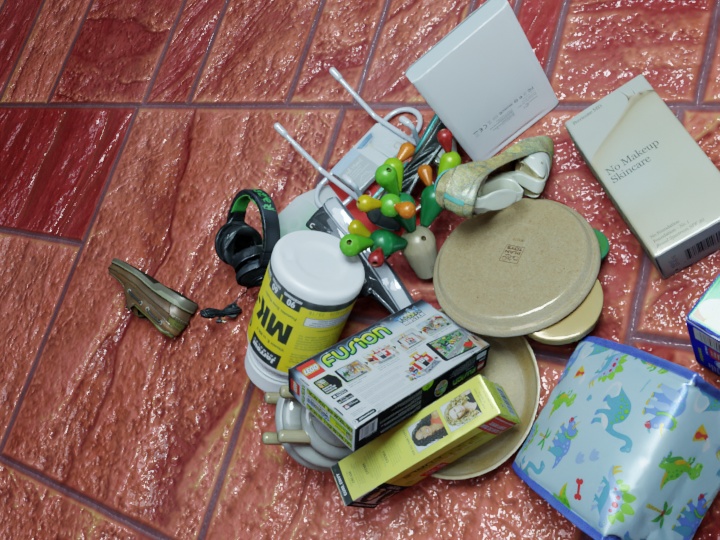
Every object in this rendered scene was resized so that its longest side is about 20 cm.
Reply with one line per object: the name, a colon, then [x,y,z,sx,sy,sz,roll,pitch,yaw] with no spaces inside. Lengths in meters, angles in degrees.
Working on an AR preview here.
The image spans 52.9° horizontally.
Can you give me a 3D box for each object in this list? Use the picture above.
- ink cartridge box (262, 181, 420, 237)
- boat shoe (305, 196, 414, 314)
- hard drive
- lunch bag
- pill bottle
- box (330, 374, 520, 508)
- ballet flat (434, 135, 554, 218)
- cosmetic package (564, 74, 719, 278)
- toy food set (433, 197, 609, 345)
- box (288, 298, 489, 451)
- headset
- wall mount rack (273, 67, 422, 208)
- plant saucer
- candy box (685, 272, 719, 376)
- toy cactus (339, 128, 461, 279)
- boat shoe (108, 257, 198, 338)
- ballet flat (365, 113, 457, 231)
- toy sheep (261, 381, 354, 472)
ink cartridge box: [-0.026,-0.063,1.009,0.200,0.050,0.161,-44,54,11]
boat shoe: [0.000,0.000,0.920,0.066,0.070,0.200,-37,83,6]
hard drive: [0.152,-0.218,0.868,0.132,0.200,0.026,-38,54,12]
lunch bag: [0.244,0.163,0.702,0.171,0.127,0.200,-59,24,-3]
pill bottle: [-0.077,0.059,0.897,0.114,0.114,0.200,58,140,35]
box: [0.069,0.189,0.784,0.200,0.075,0.050,-35,58,14]
ballet flat: [0.174,-0.105,0.836,0.071,0.199,0.071,32,132,43]
cosmetic package: [0.322,-0.105,0.796,0.103,0.073,0.201,-33,57,16]
toy food set: [0.181,-0.006,0.833,0.199,0.049,0.199,-3,53,26]
box: [0.033,0.105,0.783,0.199,0.035,0.110,-24,43,-34]
headset: [-0.171,-0.018,1.021,0.124,0.094,0.201,46,131,43]
wall mount rack: [-0.016,-0.188,1.017,0.200,0.075,0.174,-46,57,-7]
plant saucer: [0.116,0.141,0.841,0.199,0.035,0.201,-13,64,28]
candy box: [0.387,0.004,0.649,0.077,0.169,0.200,36,91,33]
toy cactus: [0.066,-0.061,0.871,0.102,0.165,0.200,12,50,41]
boat shoe: [-0.345,0.041,1.145,0.200,0.072,0.068,25,83,37]
ballet flat: [0.084,-0.135,0.958,0.068,0.068,0.200,37,91,-4]
toy sheep: [-0.040,0.172,0.850,0.200,0.137,0.139,152,134,-69]
